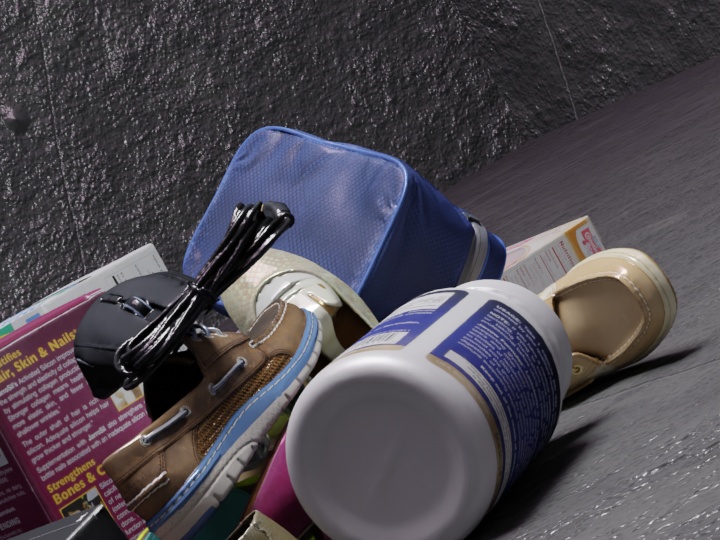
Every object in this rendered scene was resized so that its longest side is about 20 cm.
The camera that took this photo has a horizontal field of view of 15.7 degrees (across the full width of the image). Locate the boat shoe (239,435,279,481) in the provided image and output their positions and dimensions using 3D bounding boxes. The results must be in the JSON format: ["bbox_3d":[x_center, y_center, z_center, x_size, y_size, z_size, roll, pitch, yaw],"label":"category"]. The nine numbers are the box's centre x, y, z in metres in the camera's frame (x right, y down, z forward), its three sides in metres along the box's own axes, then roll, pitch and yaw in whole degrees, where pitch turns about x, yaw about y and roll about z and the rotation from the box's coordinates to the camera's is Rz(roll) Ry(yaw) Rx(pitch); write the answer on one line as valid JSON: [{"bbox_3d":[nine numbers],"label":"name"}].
[{"bbox_3d":[-0.090,0.155,1.705,0.200,0.072,0.065,-24,19,34],"label":"boat shoe"}]

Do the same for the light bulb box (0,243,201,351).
[{"bbox_3d":[-0.218,0.108,2.207,0.125,0.198,0.200,-28,2,28],"label":"light bulb box"}]

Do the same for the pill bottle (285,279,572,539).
[{"bbox_3d":[0.045,0.074,1.426,0.116,0.116,0.200,-26,4,25],"label":"pill bottle"}]

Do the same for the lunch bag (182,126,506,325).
[{"bbox_3d":[0.000,0.000,1.720,0.200,0.132,0.136,21,80,46],"label":"lunch bag"}]

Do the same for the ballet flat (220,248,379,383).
[{"bbox_3d":[-0.009,0.047,1.579,0.067,0.200,0.062,-46,-17,-11],"label":"ballet flat"}]

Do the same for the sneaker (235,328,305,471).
[{"bbox_3d":[-0.091,0.089,1.612,0.087,0.075,0.200,-33,1,21],"label":"sneaker"}]

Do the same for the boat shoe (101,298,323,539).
[{"bbox_3d":[-0.083,0.068,1.473,0.072,0.072,0.200,-42,11,35],"label":"boat shoe"}]

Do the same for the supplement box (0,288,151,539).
[{"bbox_3d":[-0.183,0.134,1.628,0.103,0.200,0.131,-25,4,43],"label":"supplement box"}]

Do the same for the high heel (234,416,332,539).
[{"bbox_3d":[-0.083,0.153,1.435,0.200,0.096,0.067,-29,4,-11],"label":"high heel"}]

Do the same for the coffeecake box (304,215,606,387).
[{"bbox_3d":[0.072,0.048,1.886,0.200,0.073,0.154,-31,4,-37],"label":"coffeecake box"}]

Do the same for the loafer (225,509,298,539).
[{"bbox_3d":[-0.111,0.190,1.359,0.200,0.067,0.076,-29,4,-9],"label":"loafer"}]

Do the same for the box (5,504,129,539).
[{"bbox_3d":[-0.224,0.224,1.512,0.200,0.079,0.141,-24,18,47],"label":"box"}]

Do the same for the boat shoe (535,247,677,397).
[{"bbox_3d":[0.120,0.049,1.614,0.069,0.074,0.200,-34,-3,-36],"label":"boat shoe"}]

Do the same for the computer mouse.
[{"bbox_3d":[-0.106,0.007,1.462,0.140,0.046,0.200,-47,5,-12],"label":"computer mouse"}]

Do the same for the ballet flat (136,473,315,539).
[{"bbox_3d":[-0.058,0.156,1.576,0.200,0.067,0.067,-28,-18,-33],"label":"ballet flat"}]
